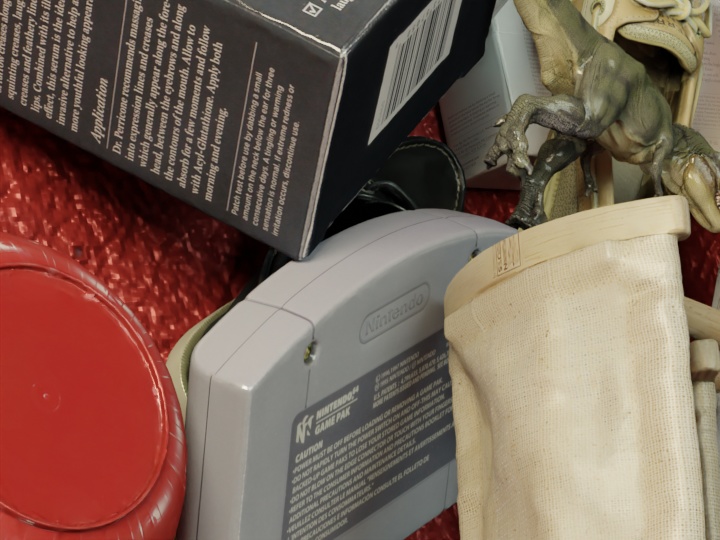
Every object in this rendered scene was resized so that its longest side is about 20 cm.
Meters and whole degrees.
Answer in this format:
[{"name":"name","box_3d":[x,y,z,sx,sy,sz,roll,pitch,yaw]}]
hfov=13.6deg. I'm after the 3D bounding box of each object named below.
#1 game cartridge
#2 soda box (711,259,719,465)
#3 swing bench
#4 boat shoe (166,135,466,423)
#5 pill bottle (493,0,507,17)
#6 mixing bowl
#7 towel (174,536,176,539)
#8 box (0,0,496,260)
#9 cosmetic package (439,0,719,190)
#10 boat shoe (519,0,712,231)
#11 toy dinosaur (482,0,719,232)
[{"name":"game cartridge","box_3d":[-0.004,0.051,1.149,0.200,0.041,0.134,-28,126,-53]},{"name":"soda box","box_3d":[0.187,0.001,1.276,0.063,0.068,0.201,9,91,-2]},{"name":"swing bench","box_3d":[0.103,0.106,1.127,0.200,0.129,0.200,35,48,-55]},{"name":"boat shoe","box_3d":[-0.002,-0.002,1.223,0.075,0.066,0.199,55,46,-5]},{"name":"pill bottle","box_3d":[-0.017,-0.174,1.254,0.200,0.106,0.106,41,47,0]},{"name":"mixing bowl","box_3d":[-0.134,0.061,1.033,0.200,0.108,0.201,21,54,-31]},{"name":"towel","box_3d":[-0.116,0.118,1.105,0.199,0.018,0.086,10,60,-37]},{"name":"box","box_3d":[-0.063,-0.122,1.141,0.199,0.107,0.148,28,46,14]},{"name":"cosmetic package","box_3d":[0.117,-0.112,1.387,0.199,0.052,0.152,2,72,-40]},{"name":"boat shoe","box_3d":[0.118,-0.074,1.289,0.073,0.063,0.201,28,72,-36]},{"name":"toy dinosaur","box_3d":[0.085,-0.062,1.195,0.088,0.047,0.200,-55,136,-15]}]
